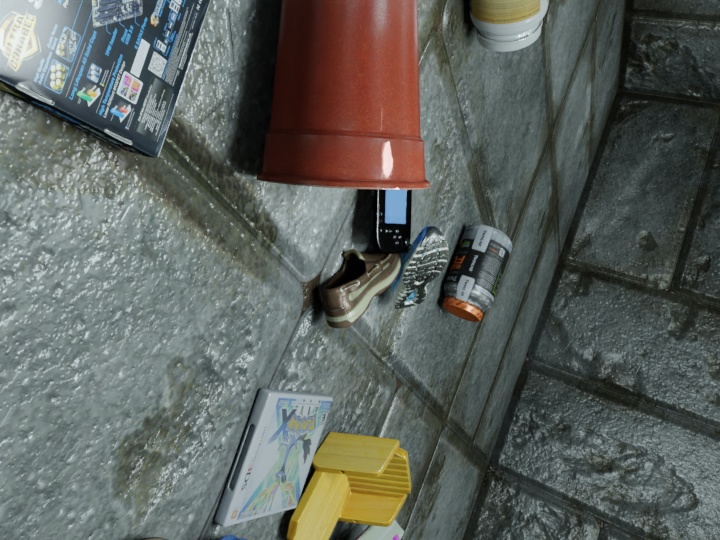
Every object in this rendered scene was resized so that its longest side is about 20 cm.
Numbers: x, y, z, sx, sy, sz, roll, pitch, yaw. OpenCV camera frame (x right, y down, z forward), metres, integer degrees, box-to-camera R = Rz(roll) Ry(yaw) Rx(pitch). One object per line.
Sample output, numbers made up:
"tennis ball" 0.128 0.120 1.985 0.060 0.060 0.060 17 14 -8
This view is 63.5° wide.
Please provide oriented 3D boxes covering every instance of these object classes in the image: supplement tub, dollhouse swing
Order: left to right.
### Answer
"dollhouse swing" -0.012 0.419 1.015 0.179 0.176 0.204 -75 162 -45
"supplement tub" 0.269 0.007 1.359 0.205 0.120 0.123 -67 153 -13
"supplement tub" 0.258 -0.509 1.017 0.146 0.141 0.203 -56 149 -29

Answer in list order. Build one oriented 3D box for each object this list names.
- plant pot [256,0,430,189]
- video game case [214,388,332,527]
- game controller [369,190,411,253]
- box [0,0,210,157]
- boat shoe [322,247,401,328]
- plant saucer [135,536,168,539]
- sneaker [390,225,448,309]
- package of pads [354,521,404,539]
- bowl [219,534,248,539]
"plant pot" -0.015 -0.196 0.632 0.199 0.196 0.202 -17 112 -58
"video game case" -0.119 0.271 0.863 0.199 0.021 0.187 29 79 -64
"game controller" 0.049 -0.129 0.903 0.104 0.041 0.207 -5 97 -64
"box" -0.186 -0.208 0.429 0.158 0.045 0.206 22 85 -64
"boat shoe" 0.005 0.000 0.899 0.203 0.073 0.077 -52 131 -48
"plant saucer" -0.272 0.383 0.623 0.200 0.029 0.205 -42 141 -48
"sneaker" 0.085 -0.016 0.999 0.076 0.092 0.202 -8 150 -21
"package of pads" -0.013 0.578 1.141 0.156 0.068 0.199 -52 161 19
"bowl" -0.201 0.439 0.741 0.203 0.038 0.203 -58 162 -31
